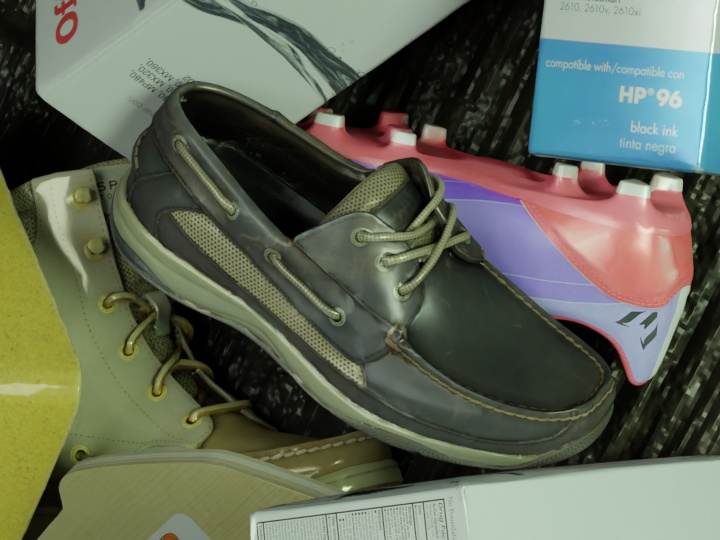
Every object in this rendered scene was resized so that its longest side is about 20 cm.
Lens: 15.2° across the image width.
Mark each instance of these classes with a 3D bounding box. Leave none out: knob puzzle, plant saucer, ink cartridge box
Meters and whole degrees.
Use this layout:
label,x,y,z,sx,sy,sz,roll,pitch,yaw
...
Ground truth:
label,x,y,z,sx,sy,sz,roll,pitch,yaw
knob puzzle,-0.033,0.139,1.007,0.219,0.030,0.221,15,126,23
plant saucer,-0.189,0.054,1.085,0.201,0.048,0.200,-64,36,30
ink cartridge box,-0.026,-0.144,1.001,0.200,0.084,0.145,-33,43,28
ink cartridge box,0.122,-0.133,0.917,0.068,0.116,0.201,8,94,32

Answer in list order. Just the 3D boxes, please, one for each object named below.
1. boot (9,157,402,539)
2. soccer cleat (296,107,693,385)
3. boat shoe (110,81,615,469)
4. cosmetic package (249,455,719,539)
label,x,y,z,sx,sy,sz,roll,pitch,yaw
boot,-0.078,0.031,1.070,0.199,0.073,0.156,-8,83,35
soccer cleat,0.031,-0.014,1.006,0.199,0.067,0.077,13,100,30
boat shoe,0.000,0.000,0.947,0.199,0.075,0.074,27,134,13
cosmetic package,0.053,0.093,0.905,0.082,0.200,0.051,-8,85,31
